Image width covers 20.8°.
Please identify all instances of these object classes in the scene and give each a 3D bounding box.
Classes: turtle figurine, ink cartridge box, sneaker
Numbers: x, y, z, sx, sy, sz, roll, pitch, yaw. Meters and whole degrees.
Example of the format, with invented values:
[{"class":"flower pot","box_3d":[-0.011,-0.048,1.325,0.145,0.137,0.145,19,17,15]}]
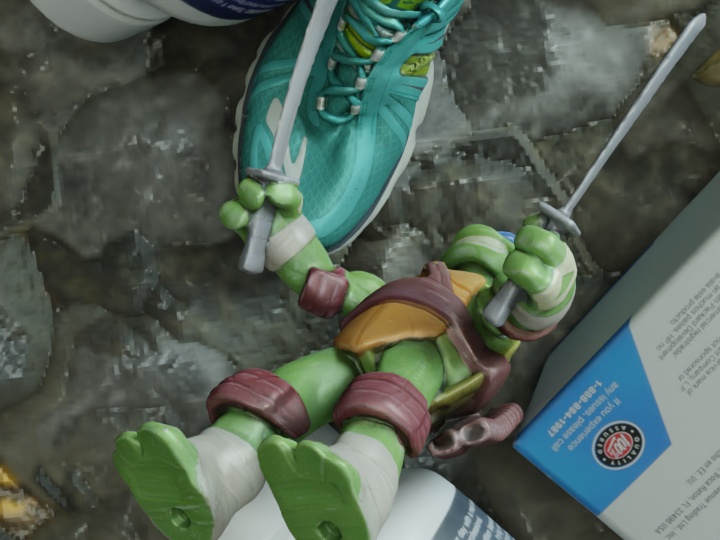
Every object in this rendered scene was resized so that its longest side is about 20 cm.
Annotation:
[{"class":"turtle figurine","box_3d":[0.000,0.000,0.696,0.143,0.194,0.201,28,135,14]},{"class":"ink cartridge box","box_3d":[0.185,0.068,0.776,0.200,0.084,0.146,39,117,-4]},{"class":"sneaker","box_3d":[0.004,-0.101,0.791,0.077,0.080,0.201,23,92,-2]}]

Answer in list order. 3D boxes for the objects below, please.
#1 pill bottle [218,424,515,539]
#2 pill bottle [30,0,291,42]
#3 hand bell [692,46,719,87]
[{"class":"pill bottle","box_3d":[0.021,0.150,0.782,0.200,0.120,0.120,42,91,-2]},{"class":"pill bottle","box_3d":[-0.041,-0.160,0.731,0.199,0.120,0.120,-20,93,37]},{"class":"hand bell","box_3d":[0.236,-0.034,0.783,0.104,0.104,0.200,-40,90,0]}]
